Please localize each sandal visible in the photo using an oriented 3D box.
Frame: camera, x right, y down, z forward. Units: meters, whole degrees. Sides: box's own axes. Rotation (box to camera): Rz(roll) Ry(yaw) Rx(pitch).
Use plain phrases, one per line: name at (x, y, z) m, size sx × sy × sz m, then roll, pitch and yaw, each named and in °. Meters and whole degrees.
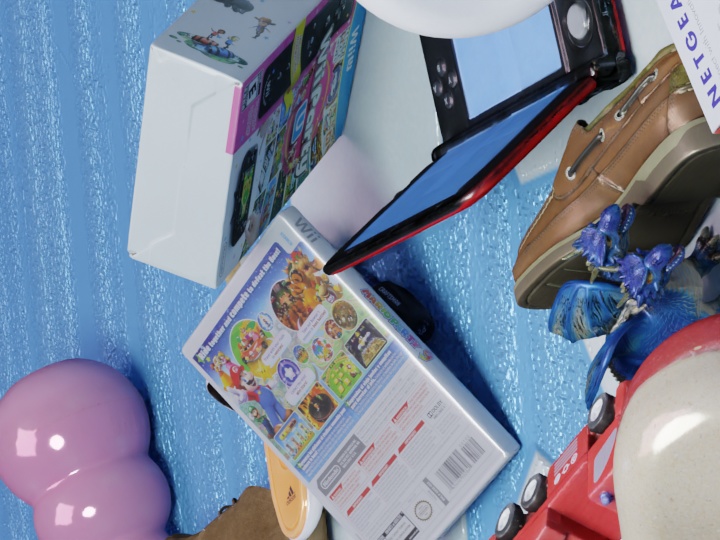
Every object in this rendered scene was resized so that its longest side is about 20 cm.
sandal at (-0.068, 0.079, 1.880) m, size 0.079 × 0.059 × 0.208 m, roll -48°, pitch 46°, yaw 52°

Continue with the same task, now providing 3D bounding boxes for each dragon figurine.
dragon figurine at (0.133, 0.032, 1.438) m, size 0.059 × 0.099 × 0.200 m, roll 65°, pitch 150°, yaw 29°

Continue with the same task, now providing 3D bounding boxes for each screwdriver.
screwdriver at (0.000, 0.000, 1.793) m, size 0.029 × 0.028 × 0.200 m, roll -59°, pitch 31°, yaw 11°

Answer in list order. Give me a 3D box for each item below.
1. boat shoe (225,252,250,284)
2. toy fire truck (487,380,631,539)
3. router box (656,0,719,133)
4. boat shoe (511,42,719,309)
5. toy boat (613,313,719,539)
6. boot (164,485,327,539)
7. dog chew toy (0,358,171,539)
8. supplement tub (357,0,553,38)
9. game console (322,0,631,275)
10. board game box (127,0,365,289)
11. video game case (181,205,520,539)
boat shoe at (-0.036, 0.079, 1.799) m, size 0.072 × 0.076 × 0.201 m, roll 59°, pitch -169°, yaw -71°
toy fire truck at (0.098, 0.164, 1.408) m, size 0.200 × 0.049 × 0.141 m, roll -53°, pitch 18°, yaw 35°
router box at (0.186, -0.194, 1.314) m, size 0.180 × 0.049 × 0.201 m, roll -55°, pitch 50°, yaw 55°
boat shoe at (0.138, -0.047, 1.449) m, size 0.200 × 0.072 × 0.068 m, roll -43°, pitch 55°, yaw 48°
toy boat at (0.189, 0.088, 1.318) m, size 0.200 × 0.130 × 0.131 m, roll 78°, pitch -162°, yaw -46°
boot at (-0.079, 0.188, 1.969) m, size 0.200 × 0.073 × 0.076 m, roll -3°, pitch 81°, yaw 57°
dog chew toy at (-0.200, 0.170, 2.144) m, size 0.201 × 0.124 × 0.125 m, roll 64°, pitch 150°, yaw 15°
supplement tub at (0.035, -0.214, 1.450) m, size 0.200 × 0.145 × 0.146 m, roll -111°, pitch 22°, yaw -66°
game console at (0.048, -0.105, 1.546) m, size 0.200 × 0.118 × 0.173 m, roll -25°, pitch 75°, yaw 63°
board game box at (-0.064, -0.106, 1.693) m, size 0.064 × 0.200 × 0.148 m, roll 20°, pitch 126°, yaw 12°
video game case at (-0.009, 0.076, 1.709) m, size 0.200 × 0.018 × 0.143 m, roll 46°, pitch 132°, yaw 10°
